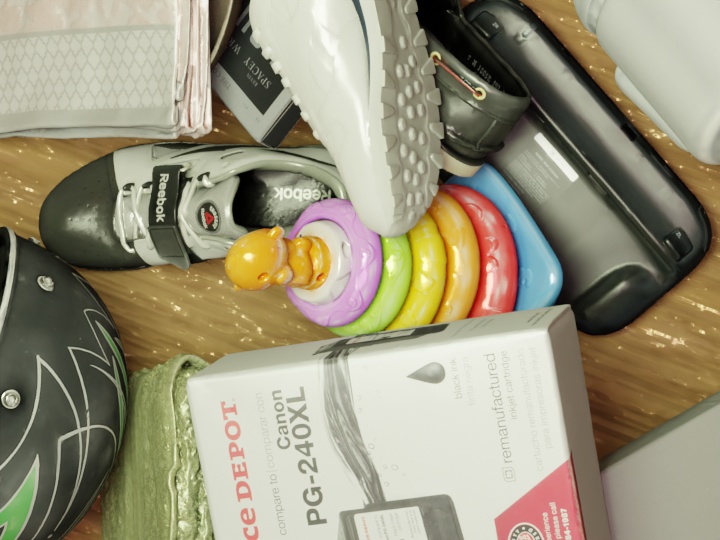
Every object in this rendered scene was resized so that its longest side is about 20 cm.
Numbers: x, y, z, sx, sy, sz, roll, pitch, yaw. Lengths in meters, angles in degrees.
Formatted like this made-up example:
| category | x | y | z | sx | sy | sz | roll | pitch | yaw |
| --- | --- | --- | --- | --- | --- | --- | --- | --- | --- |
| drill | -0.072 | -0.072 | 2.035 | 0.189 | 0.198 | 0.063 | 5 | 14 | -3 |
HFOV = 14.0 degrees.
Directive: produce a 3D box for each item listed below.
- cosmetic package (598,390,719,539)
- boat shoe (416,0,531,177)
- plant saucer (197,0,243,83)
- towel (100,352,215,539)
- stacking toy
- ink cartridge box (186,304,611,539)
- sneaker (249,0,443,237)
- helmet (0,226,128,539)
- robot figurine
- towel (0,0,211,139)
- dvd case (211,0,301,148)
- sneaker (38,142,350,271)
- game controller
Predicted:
| category | x | y | z | sx | sy | sz | roll | pitch | yaw |
| --- | --- | --- | --- | --- | --- | --- | --- | --- | --- |
| cosmetic package | 0.187 | 0.135 | 1.622 | 0.200 | 0.090 | 0.107 | -30 | 89 | -14 |
| boat shoe | 0.026 | -0.146 | 1.633 | 0.063 | 0.074 | 0.202 | -47 | 62 | 27 |
| plant saucer | -0.125 | -0.180 | 1.643 | 0.200 | 0.032 | 0.201 | 3 | 95 | 45 |
| towel | -0.112 | 0.151 | 1.646 | 0.036 | 0.148 | 0.201 | 1 | 83 | -22 |
| stacking toy | 0.000 | 0.000 | 1.591 | 0.116 | 0.200 | 0.110 | -53 | 53 | 28 |
| ink cartridge box | 0.021 | 0.107 | 1.535 | 0.200 | 0.083 | 0.146 | -9 | 96 | 15 |
| sneaker | -0.012 | -0.114 | 1.551 | 0.080 | 0.076 | 0.200 | -11 | 91 | 22 |
| helmet | -0.224 | 0.075 | 1.630 | 0.190 | 0.200 | 0.201 | -2 | 92 | 2 |
| robot figurine | 0.193 | -0.138 | 1.607 | 0.200 | 0.113 | 0.170 | 53 | 139 | 21 |
| towel | -0.158 | -0.168 | 1.636 | 0.200 | 0.032 | 0.192 | 1 | 93 | 46 |
| dvd case | -0.031 | -0.190 | 1.621 | 0.200 | 0.025 | 0.150 | -50 | 56 | 16 |
| sneaker | -0.092 | -0.040 | 1.666 | 0.200 | 0.089 | 0.074 | -8 | 93 | 7 |
| game controller | 0.107 | -0.060 | 1.675 | 0.104 | 0.042 | 0.200 | -42 | 88 | 20 |
